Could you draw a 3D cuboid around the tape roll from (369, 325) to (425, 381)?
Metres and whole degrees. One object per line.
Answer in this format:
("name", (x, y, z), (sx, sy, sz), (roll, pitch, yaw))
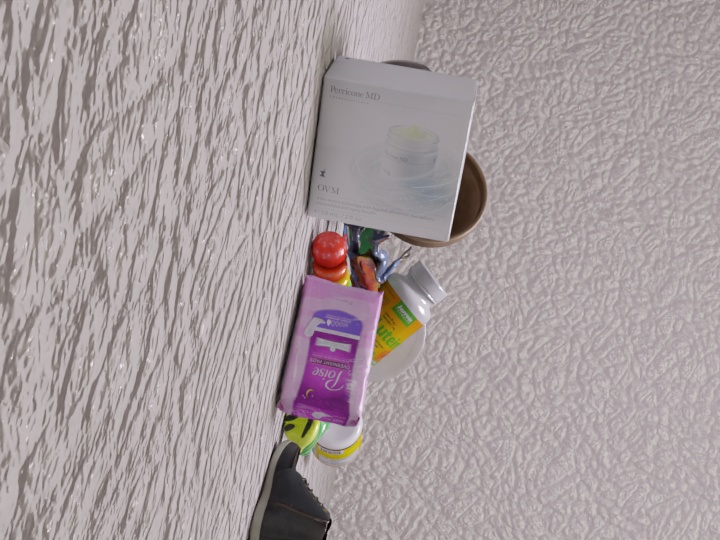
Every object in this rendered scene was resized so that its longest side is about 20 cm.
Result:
("tape roll", (0.025, 0.109, 1.963), (0.071, 0.201, 0.204), (-49, 149, -85))

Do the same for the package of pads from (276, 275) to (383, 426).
("package of pads", (-0.042, 0.114, 1.477), (0.076, 0.120, 0.201), (107, -5, -68))

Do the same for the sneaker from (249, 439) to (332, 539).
("sneaker", (-0.087, 0.330, 1.479), (0.200, 0.105, 0.075), (-75, 174, -56))

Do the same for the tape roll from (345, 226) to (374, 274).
("tape roll", (0.001, -0.066, 1.820), (0.200, 0.048, 0.202), (174, -90, -87))

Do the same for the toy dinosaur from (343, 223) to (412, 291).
("toy dinosaur", (0.000, 0.000, 1.656), (0.200, 0.104, 0.182), (-54, 155, -45))

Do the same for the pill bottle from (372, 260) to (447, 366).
("pill bottle", (0.056, 0.075, 1.868), (0.200, 0.111, 0.111), (-39, 180, 5))

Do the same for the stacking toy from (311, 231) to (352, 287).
("stacking toy", (-0.043, 0.019, 1.580), (0.201, 0.085, 0.086), (91, 9, -46))

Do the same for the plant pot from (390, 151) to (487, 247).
("plant pot", (0.112, -0.121, 1.760), (0.093, 0.199, 0.202), (105, -3, -66))

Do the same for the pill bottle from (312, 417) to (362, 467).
("pill bottle", (-0.051, 0.342, 2.132), (0.200, 0.108, 0.110), (94, 7, -65))

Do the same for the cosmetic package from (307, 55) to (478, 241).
("cosmetic package", (0.043, -0.167, 1.393), (0.123, 0.198, 0.201), (-71, 170, -66))

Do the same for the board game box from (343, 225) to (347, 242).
("board game box", (0.015, -0.188, 2.100), (0.196, 0.055, 0.201), (-77, 176, -46))

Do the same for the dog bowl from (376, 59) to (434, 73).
("dog bowl", (0.050, -0.210, 1.493), (0.059, 0.199, 0.201), (-100, -162, -68))

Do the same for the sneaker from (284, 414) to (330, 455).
("sneaker", (-0.076, 0.209, 1.655), (0.084, 0.074, 0.201), (93, 17, -47))

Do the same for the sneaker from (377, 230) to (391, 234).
("sneaker", (0.055, -0.131, 1.862), (0.201, 0.080, 0.077), (-95, -177, -52))
